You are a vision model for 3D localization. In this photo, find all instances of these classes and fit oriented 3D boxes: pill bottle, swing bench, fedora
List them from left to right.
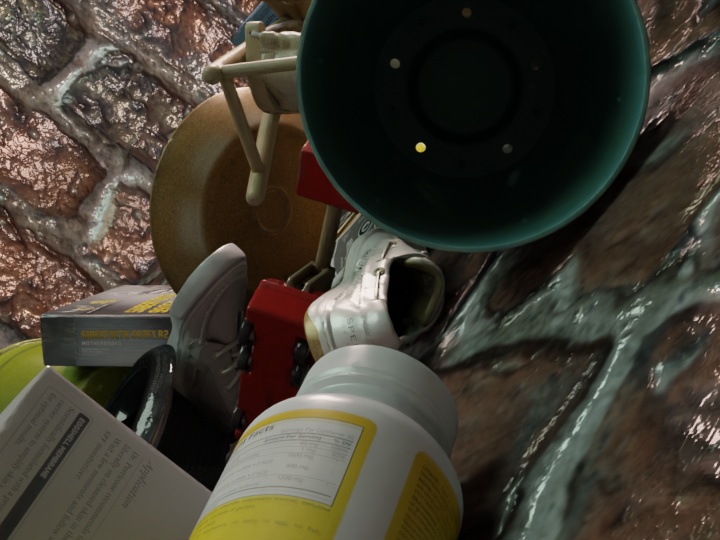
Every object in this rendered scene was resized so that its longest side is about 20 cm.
[{"bbox_3d":[-0.162,0.157,1.188,0.201,0.091,0.201,-55,18,28],"label":"fedora"},{"bbox_3d":[-0.017,0.126,0.674,0.112,0.112,0.200,-43,13,38],"label":"pill bottle"},{"bbox_3d":[0.012,-0.160,1.165,0.198,0.130,0.200,-4,37,18],"label":"swing bench"}]

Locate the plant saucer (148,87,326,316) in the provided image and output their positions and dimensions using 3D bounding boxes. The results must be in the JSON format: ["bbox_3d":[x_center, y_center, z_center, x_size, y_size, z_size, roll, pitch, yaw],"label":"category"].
[{"bbox_3d":[-0.084,-0.052,1.262,0.035,0.200,0.200,10,59,47],"label":"plant saucer"}]

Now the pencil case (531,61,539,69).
[{"bbox_3d":[0.150,-0.211,1.142,0.083,0.087,0.200,-21,22,26],"label":"pencil case"}]

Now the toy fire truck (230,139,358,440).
[{"bbox_3d":[-0.040,0.020,1.066,0.200,0.049,0.141,99,-169,-45],"label":"toy fire truck"}]

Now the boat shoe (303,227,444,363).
[{"bbox_3d":[0.026,0.017,1.005,0.069,0.071,0.200,-18,16,21],"label":"boat shoe"}]

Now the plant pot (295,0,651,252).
[{"bbox_3d":[0.067,-0.116,0.931,0.201,0.200,0.161,-51,1,5],"label":"plant pot"}]

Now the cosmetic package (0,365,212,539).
[{"bbox_3d":[-0.154,0.190,0.797,0.199,0.200,0.123,-42,12,41],"label":"cosmetic package"}]

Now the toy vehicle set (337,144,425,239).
[{"bbox_3d":[0.047,-0.079,1.306,0.200,0.026,0.124,-50,11,7],"label":"toy vehicle set"}]

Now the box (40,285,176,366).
[{"bbox_3d":[-0.182,0.048,1.404,0.200,0.158,0.048,-28,-63,-75],"label":"box"}]

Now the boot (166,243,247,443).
[{"bbox_3d":[-0.101,0.063,1.197,0.074,0.096,0.200,-39,-14,-30],"label":"boot"}]

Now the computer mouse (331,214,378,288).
[{"bbox_3d":[0.000,0.000,1.196,0.200,0.044,0.110,-46,22,28],"label":"computer mouse"}]

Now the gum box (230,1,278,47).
[{"bbox_3d":[-0.016,-0.232,1.600,0.170,0.200,0.045,-38,18,53],"label":"gum box"}]

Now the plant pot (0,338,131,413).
[{"bbox_3d":[-0.256,0.155,1.428,0.193,0.200,0.201,-13,38,54],"label":"plant pot"}]
